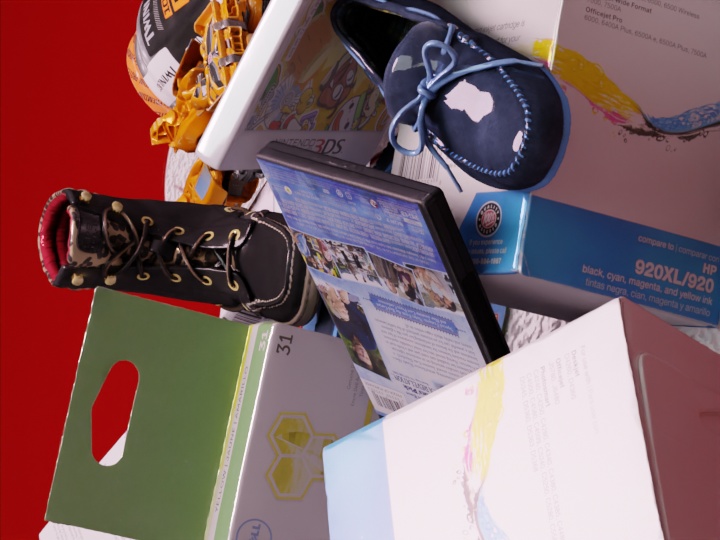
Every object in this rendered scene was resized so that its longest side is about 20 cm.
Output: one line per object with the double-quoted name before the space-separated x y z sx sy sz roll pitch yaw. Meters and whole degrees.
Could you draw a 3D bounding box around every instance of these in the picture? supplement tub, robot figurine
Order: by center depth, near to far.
"robot figurine" -0.094 -0.111 1.625 0.200 0.058 0.146 121 144 -55
"supplement tub" -0.084 -0.194 1.731 0.200 0.122 0.123 -42 44 44

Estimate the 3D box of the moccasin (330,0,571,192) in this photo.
"moccasin" 0.038 -0.093 1.241 0.200 0.068 0.081 38 110 57

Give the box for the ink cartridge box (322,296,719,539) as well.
"ink cartridge box" 0.106 0.136 1.198 0.199 0.146 0.147 -30 50 31

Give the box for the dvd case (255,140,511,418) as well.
"dvd case" 0.027 0.023 1.304 0.018 0.201 0.142 -42 36 -25

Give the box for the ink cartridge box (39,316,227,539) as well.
"ink cartridge box" -0.106 0.153 1.525 0.200 0.085 0.148 -48 30 10

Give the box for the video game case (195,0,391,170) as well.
"video game case" 0.001 -0.147 1.361 0.023 0.182 0.201 35 108 22

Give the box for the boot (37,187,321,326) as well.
"boot" -0.113 -0.012 1.492 0.200 0.150 0.074 -158 75 -69

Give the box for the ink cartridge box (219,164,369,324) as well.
"ink cartridge box" -0.044 -0.079 1.639 0.163 0.057 0.201 126 149 -46

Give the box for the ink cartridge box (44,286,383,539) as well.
"ink cartridge box" -0.072 0.100 1.397 0.048 0.199 0.147 -4 72 65

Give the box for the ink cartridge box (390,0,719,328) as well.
"ink cartridge box" 0.118 -0.081 1.315 0.147 0.144 0.201 0 78 59

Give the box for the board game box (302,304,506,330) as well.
"board game box" 0.024 0.034 1.538 0.200 0.036 0.152 6 83 59

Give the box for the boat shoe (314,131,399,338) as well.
"boat shoe" 0.000 0.000 1.477 0.201 0.084 0.069 -66 28 12
